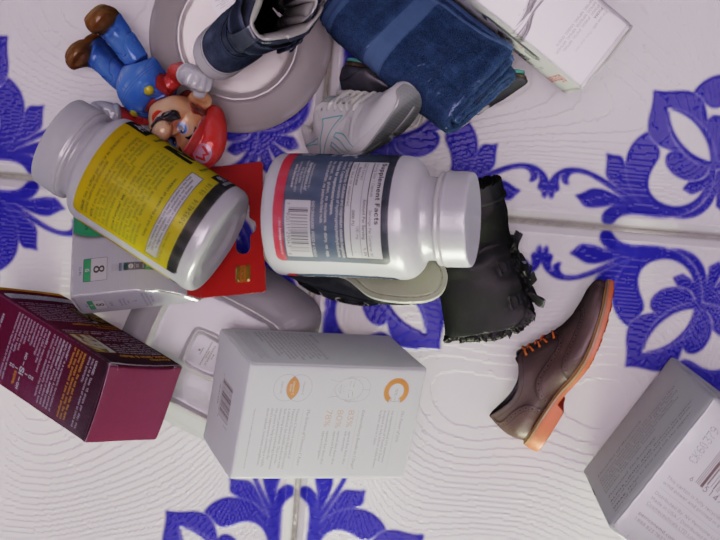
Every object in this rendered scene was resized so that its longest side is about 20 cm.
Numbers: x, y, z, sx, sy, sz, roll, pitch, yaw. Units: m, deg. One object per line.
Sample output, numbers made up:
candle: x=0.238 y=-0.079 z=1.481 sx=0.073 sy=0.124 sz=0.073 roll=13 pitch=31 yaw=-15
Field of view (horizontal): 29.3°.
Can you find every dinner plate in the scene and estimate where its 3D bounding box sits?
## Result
dinner plate: x=-0.128 y=-0.248 z=1.462 sx=0.197 sy=0.024 sz=0.204 roll=0 pitch=96 yaw=2

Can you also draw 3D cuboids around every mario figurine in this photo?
mario figurine: x=-0.222 y=-0.179 z=1.422 sx=0.200 sy=0.124 sz=0.106 roll=43 pitch=70 yaw=5

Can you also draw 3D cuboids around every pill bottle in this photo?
pill bottle: x=0.013 y=-0.052 z=1.335 sx=0.197 sy=0.119 sz=0.122 roll=3 pitch=98 yaw=15
pill bottle: x=-0.220 y=-0.078 z=1.371 sx=0.198 sy=0.114 sz=0.115 roll=32 pitch=98 yaw=7

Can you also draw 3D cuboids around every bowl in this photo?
bowl: x=-0.161 y=0.084 z=1.480 sx=0.198 sy=0.075 sz=0.202 roll=28 pitch=99 yaw=-1

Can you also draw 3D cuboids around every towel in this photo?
towel: x=0.056 y=-0.234 z=1.396 sx=0.112 sy=0.049 sz=0.200 roll=-43 pitch=68 yaw=-9

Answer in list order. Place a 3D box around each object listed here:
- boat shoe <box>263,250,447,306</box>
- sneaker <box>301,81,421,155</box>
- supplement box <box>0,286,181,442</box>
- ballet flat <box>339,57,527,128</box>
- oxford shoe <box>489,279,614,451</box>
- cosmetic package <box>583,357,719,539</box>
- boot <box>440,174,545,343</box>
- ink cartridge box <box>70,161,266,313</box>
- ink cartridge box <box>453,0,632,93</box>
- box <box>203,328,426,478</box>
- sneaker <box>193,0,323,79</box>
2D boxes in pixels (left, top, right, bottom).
boat shoe: x=-0.001 y=0.002 z=1.419 sx=0.196 sy=0.066 sz=0.076 roll=6 pitch=69 yaw=16
sneaker: x=-0.009 y=-0.149 z=1.397 sx=0.070 sy=0.200 sz=0.081 roll=-29 pitch=87 yaw=-33
supplement box: x=-0.298 y=0.096 z=1.424 sx=0.198 sy=0.110 sz=0.087 roll=26 pitch=100 yaw=33
ballet flat: x=0.074 y=-0.181 z=1.440 sx=0.197 sy=0.073 sz=0.074 roll=5 pitch=97 yaw=8
oxford shoe: x=0.206 y=0.091 z=1.469 sx=0.072 sy=0.071 sz=0.202 roll=28 pitch=98 yaw=4
cosmetic package: x=0.350 y=0.218 z=1.412 sx=0.164 sy=0.200 sz=0.166 roll=37 pitch=97 yaw=-3
boot: x=0.088 y=-0.001 z=1.464 sx=0.195 sy=0.073 sz=0.165 roll=-14 pitch=105 yaw=10
ink cartridge box: x=-0.201 y=-0.046 z=1.438 sx=0.197 sy=0.050 sz=0.163 roll=-7 pitch=63 yaw=7
ink cartridge box: x=0.164 y=-0.271 z=1.385 sx=0.199 sy=0.146 sz=0.085 roll=37 pitch=96 yaw=-2
box: x=-0.048 y=0.138 z=1.423 sx=0.197 sy=0.097 sz=0.126 roll=4 pitch=107 yaw=-26
sneaker: x=-0.066 y=-0.278 z=1.362 sx=0.077 sy=0.146 sz=0.203 roll=45 pitch=61 yaw=-14
